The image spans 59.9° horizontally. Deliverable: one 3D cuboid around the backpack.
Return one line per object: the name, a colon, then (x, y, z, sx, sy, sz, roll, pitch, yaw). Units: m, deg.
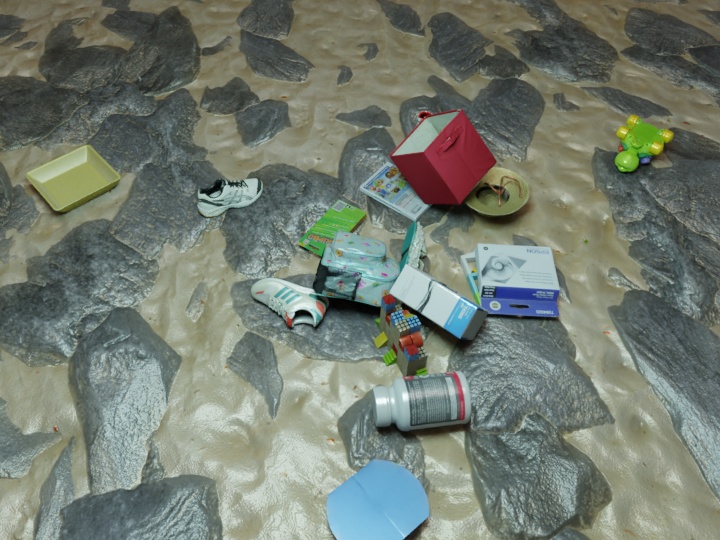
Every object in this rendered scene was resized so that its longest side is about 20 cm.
backpack: (0.000, 0.000, 1.506, 0.198, 0.155, 0.176, 20, 18, -5)

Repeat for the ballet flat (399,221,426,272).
ballet flat: (0.138, -0.037, 1.623, 0.071, 0.072, 0.201, 12, 53, 8)

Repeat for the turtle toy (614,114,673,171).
turtle toy: (0.841, -0.376, 1.895, 0.145, 0.102, 0.200, 34, 57, 23)

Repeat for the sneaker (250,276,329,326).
sneaker: (-0.178, 0.082, 1.498, 0.197, 0.071, 0.094, 14, 45, 6)

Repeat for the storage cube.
storage cube: (0.220, -0.300, 1.674, 0.171, 0.180, 0.199, -48, 23, -15)

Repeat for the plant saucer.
plant saucer: (-0.807, -0.251, 1.769, 0.199, 0.049, 0.200, -35, 59, -27)

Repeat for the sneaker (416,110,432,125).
sneaker: (0.199, -0.391, 1.880, 0.066, 0.109, 0.203, -1, 50, -3)

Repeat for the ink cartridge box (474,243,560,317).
ink cartridge box: (0.392, 0.020, 1.562, 0.197, 0.041, 0.202, 2, 50, 0)

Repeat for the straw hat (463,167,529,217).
straw hat: (0.365, -0.194, 1.737, 0.198, 0.086, 0.203, 1, 51, -1)

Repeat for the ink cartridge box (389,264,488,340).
ink cartridge box: (0.185, 0.075, 1.460, 0.199, 0.144, 0.085, 32, 95, 22)

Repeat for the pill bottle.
pill bottle: (0.126, 0.278, 1.320, 0.197, 0.111, 0.112, -5, 50, -7)

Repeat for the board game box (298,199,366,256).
board game box: (-0.076, -0.110, 1.691, 0.095, 0.030, 0.200, 27, 52, 20)

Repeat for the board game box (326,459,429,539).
board game box: (0.031, 0.466, 1.211, 0.199, 0.039, 0.158, -29, 52, -30)

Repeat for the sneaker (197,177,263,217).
sneaker: (-0.359, -0.220, 1.733, 0.199, 0.088, 0.076, -30, 55, -26)

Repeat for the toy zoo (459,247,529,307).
toy zoo: (0.337, 0.011, 1.608, 0.129, 0.021, 0.202, -7, 51, -8)

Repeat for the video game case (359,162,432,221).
video game case: (0.117, -0.230, 1.803, 0.199, 0.018, 0.143, 32, 57, 22)

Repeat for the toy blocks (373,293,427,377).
toy blocks: (0.097, 0.144, 1.414, 0.099, 0.138, 0.201, -17, 53, -16)
